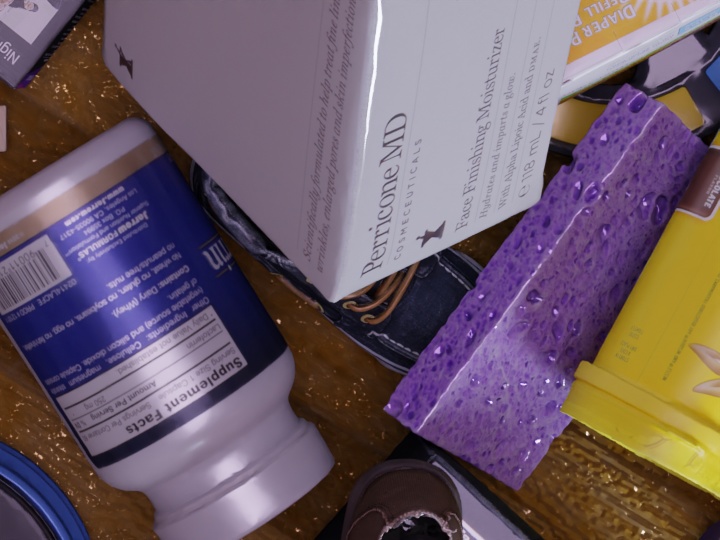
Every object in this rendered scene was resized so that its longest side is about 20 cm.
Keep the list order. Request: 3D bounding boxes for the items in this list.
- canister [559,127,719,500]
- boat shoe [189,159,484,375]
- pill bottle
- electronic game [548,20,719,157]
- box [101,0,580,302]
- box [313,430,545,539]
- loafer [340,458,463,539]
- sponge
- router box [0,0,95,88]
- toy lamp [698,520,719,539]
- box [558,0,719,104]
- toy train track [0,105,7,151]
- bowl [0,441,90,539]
[{"bbox_3d":[0.197,0.010,1.183,0.086,0.148,0.200,28,88,33],"label":"canister"},{"bbox_3d":[0.000,0.000,1.192,0.200,0.091,0.071,33,91,-6],"label":"boat shoe"},{"bbox_3d":[-0.103,0.036,1.175,0.116,0.116,0.200,-32,96,-2],"label":"pill bottle"},{"bbox_3d":[0.128,-0.155,1.215,0.199,0.042,0.201,0,94,-4],"label":"electronic game"},{"bbox_3d":[-0.012,-0.133,1.078,0.130,0.199,0.200,-26,55,-28],"label":"box"},{"bbox_3d":[0.040,0.220,1.194,0.200,0.123,0.198,43,91,-5],"label":"box"},{"bbox_3d":[0.011,0.189,1.095,0.073,0.071,0.201,1,93,-3],"label":"loafer"},{"bbox_3d":[0.104,0.012,1.193,0.030,0.112,0.200,38,91,38],"label":"sponge"},{"bbox_3d":[-0.201,-0.209,1.181,0.200,0.051,0.149,39,92,-6],"label":"router box"},{"bbox_3d":[0.257,0.199,1.245,0.200,0.058,0.058,37,91,-8],"label":"toy lamp"},{"bbox_3d":[0.092,-0.191,1.145,0.112,0.101,0.200,-26,88,1],"label":"box"},{"bbox_3d":[-0.277,-0.072,1.195,0.199,0.033,0.115,0,94,-5],"label":"toy train track"},{"bbox_3d":[-0.231,0.176,1.214,0.200,0.039,0.201,0,94,-4],"label":"bowl"}]
